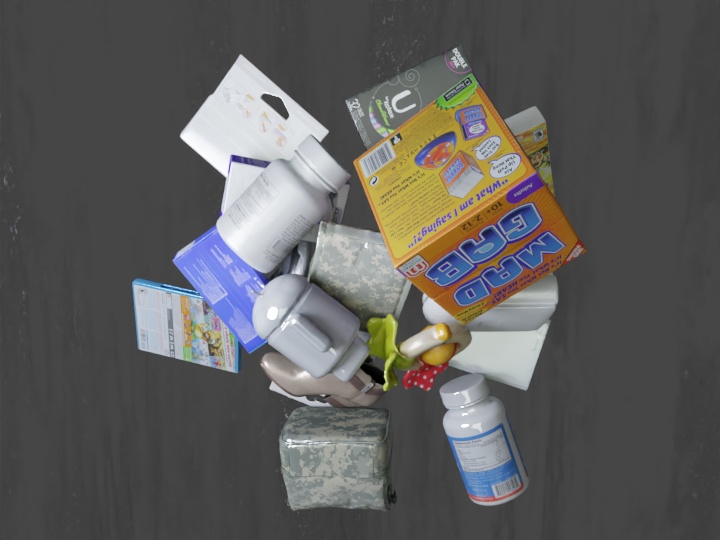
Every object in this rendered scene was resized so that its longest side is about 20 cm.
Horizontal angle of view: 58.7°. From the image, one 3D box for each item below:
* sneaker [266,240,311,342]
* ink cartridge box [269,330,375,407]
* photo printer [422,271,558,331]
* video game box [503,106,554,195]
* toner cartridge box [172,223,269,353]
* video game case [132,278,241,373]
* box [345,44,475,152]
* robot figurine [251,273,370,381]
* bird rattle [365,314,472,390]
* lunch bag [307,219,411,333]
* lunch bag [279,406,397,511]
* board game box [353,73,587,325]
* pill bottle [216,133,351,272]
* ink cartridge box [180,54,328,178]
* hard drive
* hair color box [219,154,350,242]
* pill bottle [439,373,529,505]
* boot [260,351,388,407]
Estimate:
[{"bbox_3d":[-0.159,0.023,1.114,0.113,0.076,0.202,19,101,-1],"label":"sneaker"},{"bbox_3d":[-0.059,0.154,1.148,0.160,0.050,0.201,22,117,2],"label":"ink cartridge box"},{"bbox_3d":[0.198,0.052,1.022,0.198,0.167,0.070,0,72,3],"label":"photo printer"},{"bbox_3d":[0.204,-0.144,1.021,0.198,0.183,0.047,-24,55,6],"label":"video game box"},{"bbox_3d":[-0.203,0.029,1.040,0.095,0.043,0.201,-33,110,6],"label":"toner cartridge box"},{"bbox_3d":[-0.305,0.098,1.130,0.198,0.018,0.144,12,118,10],"label":"video game case"},{"bbox_3d":[0.097,-0.245,1.036,0.198,0.124,0.150,-24,96,6],"label":"box"},{"bbox_3d":[-0.081,0.083,0.969,0.199,0.170,0.113,38,84,-9],"label":"robot figurine"},{"bbox_3d":[0.106,0.137,1.022,0.162,0.199,0.114,-29,56,26],"label":"bird rattle"},{"bbox_3d":[0.000,0.000,1.029,0.162,0.118,0.201,14,141,-4],"label":"lunch bag"},{"bbox_3d":[-0.039,0.338,1.113,0.198,0.139,0.170,-2,104,8],"label":"lunch bag"},{"bbox_3d":[0.145,-0.088,0.863,0.199,0.200,0.201,-33,50,17],"label":"board game box"},{"bbox_3d":[-0.113,-0.104,0.974,0.114,0.114,0.200,45,97,-2],"label":"pill bottle"},{"bbox_3d":[-0.179,-0.232,1.099,0.200,0.045,0.177,41,99,-2],"label":"ink cartridge box"},{"bbox_3d":[0.215,0.117,1.122,0.198,0.026,0.133,17,98,3],"label":"hard drive"},{"bbox_3d":[-0.126,-0.116,1.063,0.198,0.065,0.110,10,109,-15],"label":"hair color box"},{"bbox_3d":[0.207,0.286,1.101,0.111,0.112,0.202,-19,94,7],"label":"pill bottle"},{"bbox_3d":[-0.050,0.168,1.070,0.199,0.071,0.146,30,138,-23],"label":"boot"}]
